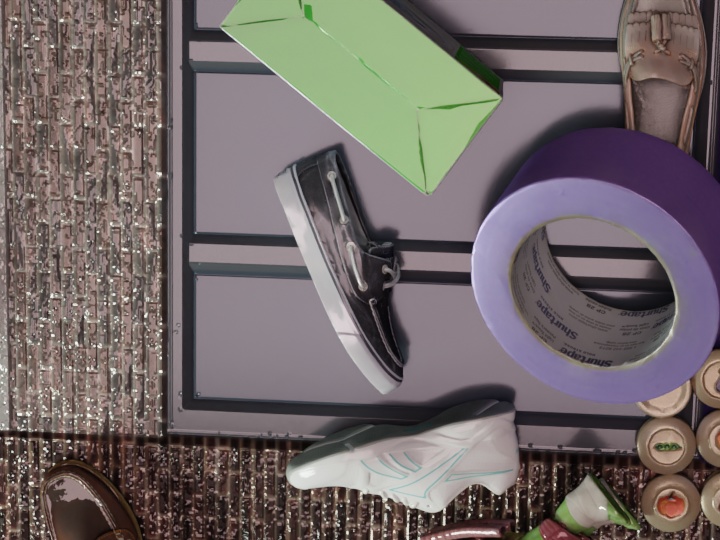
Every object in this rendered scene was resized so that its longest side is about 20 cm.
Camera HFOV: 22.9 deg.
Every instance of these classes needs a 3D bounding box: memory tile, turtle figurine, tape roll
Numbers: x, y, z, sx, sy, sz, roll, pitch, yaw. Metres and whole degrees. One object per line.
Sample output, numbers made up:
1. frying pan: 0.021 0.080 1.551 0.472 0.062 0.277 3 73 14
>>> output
1. memory tile: 0.326 0.138 1.465 0.197 0.017 0.155 -4 100 7
2. turtle figurine: 0.151 0.268 1.446 0.194 0.201 0.144 -40 129 7
3. tape roll: 0.191 -0.003 1.375 0.198 0.085 0.202 13 126 19

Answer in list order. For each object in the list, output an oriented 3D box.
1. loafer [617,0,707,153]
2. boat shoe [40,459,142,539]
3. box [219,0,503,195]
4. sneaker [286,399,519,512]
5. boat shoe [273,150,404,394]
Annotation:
1. loafer: 0.237 -0.138 1.398 0.071 0.063 0.203 2 101 6
2. boat shoe: -0.214 0.257 1.515 0.070 0.070 0.201 -29 95 11
3. box: 0.006 -0.163 1.359 0.199 0.177 0.097 39 102 -2
4. sneaker: 0.037 0.166 1.473 0.198 0.070 0.081 -11 102 7
5. boat shoe: 0.000 0.000 1.448 0.067 0.072 0.202 -24 90 11
